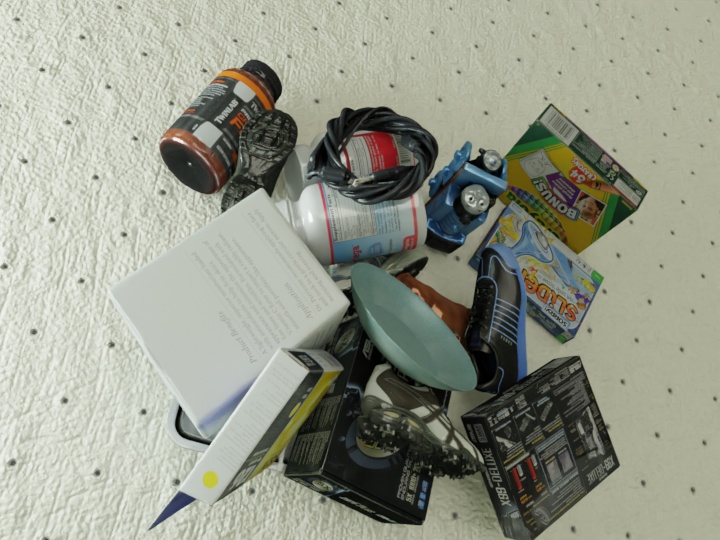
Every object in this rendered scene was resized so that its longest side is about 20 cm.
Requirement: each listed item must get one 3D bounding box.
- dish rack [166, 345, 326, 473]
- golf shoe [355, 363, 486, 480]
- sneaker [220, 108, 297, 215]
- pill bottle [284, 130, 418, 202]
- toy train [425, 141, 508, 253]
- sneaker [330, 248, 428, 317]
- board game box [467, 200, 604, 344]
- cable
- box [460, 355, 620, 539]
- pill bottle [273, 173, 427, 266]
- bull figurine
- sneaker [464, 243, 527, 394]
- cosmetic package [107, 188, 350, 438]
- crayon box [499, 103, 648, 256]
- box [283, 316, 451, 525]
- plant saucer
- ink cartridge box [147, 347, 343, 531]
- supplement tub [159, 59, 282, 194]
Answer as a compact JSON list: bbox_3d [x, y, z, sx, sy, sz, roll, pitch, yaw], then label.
[{"bbox_3d":[-0.132,0.158,0.797,0.196,0.044,0.175,17,64,-11],"label":"dish rack"},{"bbox_3d":[0.081,0.176,0.729,0.199,0.077,0.096,38,44,-33],"label":"golf shoe"},{"bbox_3d":[-0.145,-0.130,0.861,0.075,0.091,0.204,24,68,-8],"label":"sneaker"},{"bbox_3d":[-0.008,-0.154,0.934,0.196,0.112,0.115,-13,72,-23],"label":"pill bottle"},{"bbox_3d":[0.147,-0.102,0.921,0.085,0.200,0.117,22,73,-9],"label":"toy train"},{"bbox_3d":[0.000,0.000,0.904,0.197,0.078,0.087,-23,62,-31],"label":"sneaker"},{"bbox_3d":[0.285,0.000,1.012,0.199,0.035,0.136,39,61,0],"label":"board game box"},{"bbox_3d":[0.025,-0.162,0.823,0.159,0.052,0.201,11,43,19],"label":"cable"},{"bbox_3d":[0.237,0.222,0.811,0.197,0.049,0.161,-21,90,-33],"label":"box"},{"bbox_3d":[-0.016,-0.068,0.844,0.195,0.109,0.111,-11,70,-5],"label":"pill bottle"},{"bbox_3d":[0.119,0.085,0.895,0.197,0.065,0.124,29,63,-14],"label":"bull figurine"},{"bbox_3d":[0.179,0.065,0.854,0.076,0.070,0.206,-3,84,-34],"label":"sneaker"},{"bbox_3d":[-0.143,0.054,0.708,0.198,0.165,0.166,-36,80,-19],"label":"cosmetic package"},{"bbox_3d":[0.319,-0.134,1.002,0.199,0.173,0.058,43,58,4],"label":"crayon box"},{"bbox_3d":[0.018,0.186,0.781,0.162,0.085,0.203,34,57,-25],"label":"box"},{"bbox_3d":[0.054,0.075,0.742,0.200,0.039,0.202,38,17,-14],"label":"plant saucer"},{"bbox_3d":[-0.103,0.171,0.645,0.047,0.198,0.202,34,88,9],"label":"ink cartridge box"},{"bbox_3d":[-0.191,-0.214,0.900,0.106,0.107,0.202,32,62,-3],"label":"supplement tub"}]
